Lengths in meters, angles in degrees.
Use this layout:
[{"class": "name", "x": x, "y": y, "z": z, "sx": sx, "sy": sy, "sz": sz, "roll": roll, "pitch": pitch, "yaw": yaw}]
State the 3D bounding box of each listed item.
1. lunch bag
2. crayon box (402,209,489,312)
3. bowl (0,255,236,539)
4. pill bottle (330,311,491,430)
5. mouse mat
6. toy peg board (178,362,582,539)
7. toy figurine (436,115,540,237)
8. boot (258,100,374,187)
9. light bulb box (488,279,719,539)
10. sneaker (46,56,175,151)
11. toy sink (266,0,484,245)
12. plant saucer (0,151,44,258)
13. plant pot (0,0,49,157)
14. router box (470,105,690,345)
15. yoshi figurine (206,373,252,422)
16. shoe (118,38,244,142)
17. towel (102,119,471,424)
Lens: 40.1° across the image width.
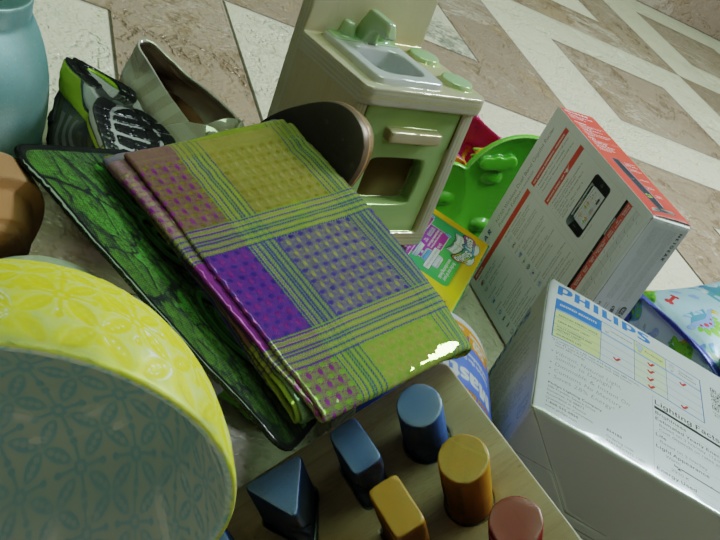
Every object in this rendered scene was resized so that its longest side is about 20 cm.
[{"class": "lunch bag", "x": 0.355, "y": 0.107, "z": 0.947, "sx": 0.168, "sy": 0.129, "sz": 0.200, "roll": -4, "pitch": 41, "yaw": -36}, {"class": "crayon box", "x": 0.037, "y": 0.000, "z": 0.895, "sx": 0.118, "sy": 0.059, "sz": 0.200, "roll": 34, "pitch": 28, "yaw": 4}, {"class": "bowl", "x": -0.155, "y": 0.059, "z": 0.456, "sx": 0.198, "sy": 0.201, "sz": 0.109, "roll": 17, "pitch": 40, "yaw": -23}, {"class": "pill bottle", "x": 0.034, "y": 0.119, "z": 0.651, "sx": 0.111, "sy": 0.113, "sz": 0.201, "roll": 25, "pitch": 28, "yaw": -11}, {"class": "mouse mat", "x": -0.088, "y": 0.005, "z": 0.539, "sx": 0.200, "sy": 0.008, "sz": 0.161, "roll": 49, "pitch": 11, "yaw": 2}, {"class": "toy peg board", "x": 0.012, "y": 0.151, "z": 0.478, "sx": 0.198, "sy": 0.098, "sz": 0.200, "roll": -30, "pitch": 57, "yaw": -11}, {"class": "toy figurine", "x": 0.108, "y": -0.107, "z": 1.088, "sx": 0.197, "sy": 0.152, "sz": 0.184, "roll": 0, "pitch": 26, "yaw": -21}, {"class": "boot", "x": -0.042, "y": -0.062, "z": 0.690, "sx": 0.075, "sy": 0.199, "sz": 0.075, "roll": -12, "pitch": 78, "yaw": -39}, {"class": "light bulb box", "x": 0.190, "y": 0.141, "z": 0.752, "sx": 0.197, "sy": 0.126, "sz": 0.200, "roll": 30, "pitch": 28, "yaw": 0}, {"class": "sneaker", "x": -0.200, "y": -0.094, "z": 0.772, "sx": 0.073, "sy": 0.082, "sz": 0.200, "roll": 18, "pitch": 20, "yaw": -34}, {"class": "toy sink", "x": 0.012, "y": -0.129, "z": 0.809, "sx": 0.129, "sy": 0.202, "sz": 0.112, "roll": -2, "pitch": 35, "yaw": -39}, {"class": "plant saucer", "x": -0.234, "y": 0.019, "z": 0.464, "sx": 0.032, "sy": 0.200, "sz": 0.200, "roll": 52, "pitch": 32, "yaw": 6}, {"class": "plant pot", "x": -0.320, "y": -0.170, "z": 0.739, "sx": 0.198, "sy": 0.135, "sz": 0.201, "roll": 24, "pitch": 29, "yaw": -14}, {"class": "router box", "x": 0.191, "y": -0.020, "z": 0.925, "sx": 0.048, "sy": 0.201, "sz": 0.180, "roll": 11, "pitch": 34, "yaw": -29}, {"class": "yoshi figurine", "x": -0.083, "y": 0.053, "z": 0.662, "sx": 0.112, "sy": 0.112, "sz": 0.200, "roll": 48, "pitch": 27, "yaw": -1}, {"class": "shoe", "x": -0.139, "y": -0.120, "z": 0.821, "sx": 0.200, "sy": 0.054, "sz": 0.069, "roll": 45, "pitch": 32, "yaw": 25}, {"class": "towel", "x": -0.038, "y": -0.010, "z": 0.551, "sx": 0.143, "sy": 0.023, "sz": 0.200, "roll": -19, "pitch": 60, "yaw": -45}]
